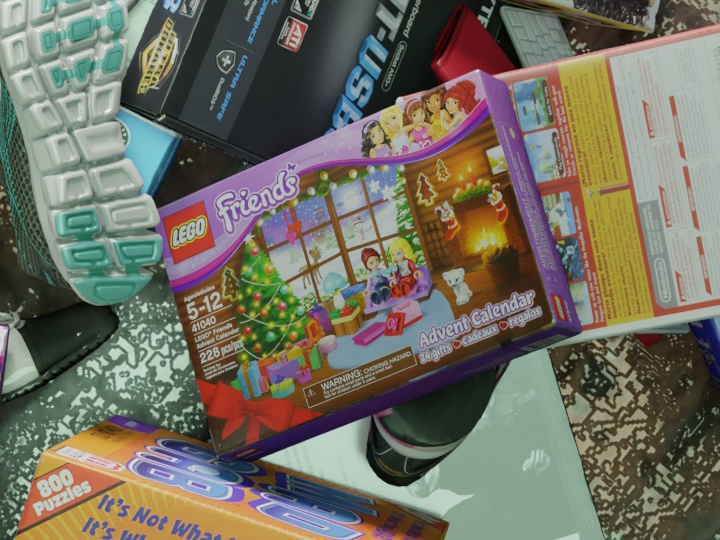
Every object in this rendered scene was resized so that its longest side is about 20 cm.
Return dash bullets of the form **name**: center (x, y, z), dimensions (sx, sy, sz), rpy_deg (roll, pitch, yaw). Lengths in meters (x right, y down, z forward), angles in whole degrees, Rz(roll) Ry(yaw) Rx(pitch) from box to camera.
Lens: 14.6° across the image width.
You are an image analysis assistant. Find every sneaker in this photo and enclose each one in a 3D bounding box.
- **sneaker**: center (0.051, 0.035, 1.539), dimensions (0.080, 0.086, 0.200), rpy_deg (35, 53, 5)
- **sneaker**: center (-0.165, -0.081, 1.455), dimensions (0.077, 0.091, 0.201), rpy_deg (-10, 95, -35)
- **sneaker**: center (-0.233, 0.042, 1.541), dimensions (0.199, 0.074, 0.089), rpy_deg (-21, 93, -3)

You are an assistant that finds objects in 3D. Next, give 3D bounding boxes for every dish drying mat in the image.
- **dish drying mat**: center (0.104, -0.050, 1.533), dimensions (0.018, 0.077, 0.200), rpy_deg (-30, 108, 28)

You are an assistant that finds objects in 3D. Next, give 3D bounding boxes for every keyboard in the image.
- **keyboard**: center (0.128, -0.055, 1.545), dimensions (0.011, 0.056, 0.201), rpy_deg (-31, 71, 27)

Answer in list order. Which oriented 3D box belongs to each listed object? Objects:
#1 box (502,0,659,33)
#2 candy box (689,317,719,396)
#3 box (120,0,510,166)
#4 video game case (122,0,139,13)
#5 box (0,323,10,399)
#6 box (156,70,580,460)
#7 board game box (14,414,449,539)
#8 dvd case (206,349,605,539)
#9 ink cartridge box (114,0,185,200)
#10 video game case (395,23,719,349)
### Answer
- **box**: center (0.083, -0.182, 1.516), dimensions (0.199, 0.050, 0.076), rpy_deg (8, 92, -41)
- **candy box**: center (0.206, -0.004, 1.518), dimensions (0.077, 0.169, 0.201), rpy_deg (-21, 91, 2)
- **box**: center (-0.011, -0.144, 1.515), dimensions (0.198, 0.050, 0.201), rpy_deg (24, 89, -40)
- **video game case**: center (-0.137, -0.261, 1.491), dimensions (0.182, 0.022, 0.200), rpy_deg (39, 78, 0)
- **box**: center (-0.292, 0.082, 1.478), dimensions (0.199, 0.039, 0.138), rpy_deg (8, 89, -6)
- **box**: center (0.000, 0.000, 1.437), dimensions (0.199, 0.039, 0.138), rpy_deg (-23, 74, 22)
- **board game box**: center (-0.081, 0.208, 1.466), dimensions (0.199, 0.200, 0.201), rpy_deg (17, 94, 5)
- **dvd case**: center (0.029, 0.136, 1.580), dimensions (0.199, 0.025, 0.151), rpy_deg (-17, 91, -2)
- **ink cartridge box**: center (-0.139, -0.151, 1.541), dimensions (0.146, 0.086, 0.201), rpy_deg (26, 87, -2)
- **video game case**: center (0.123, -0.038, 1.433), dimensions (0.199, 0.017, 0.144), rpy_deg (-11, 88, 23)
